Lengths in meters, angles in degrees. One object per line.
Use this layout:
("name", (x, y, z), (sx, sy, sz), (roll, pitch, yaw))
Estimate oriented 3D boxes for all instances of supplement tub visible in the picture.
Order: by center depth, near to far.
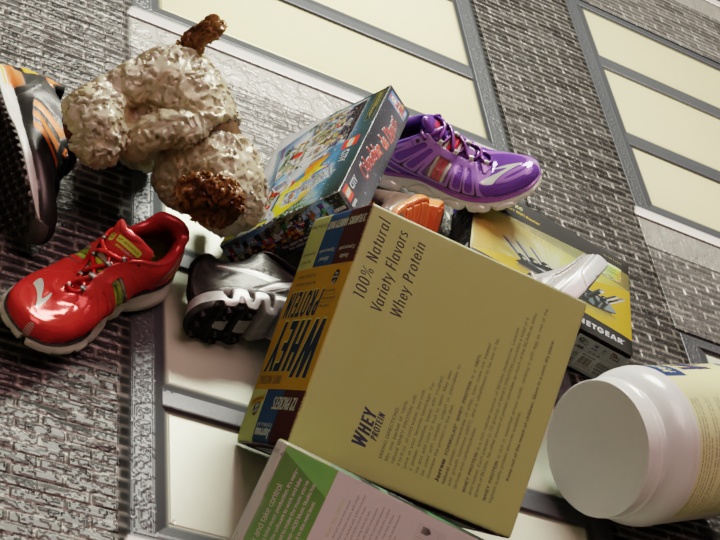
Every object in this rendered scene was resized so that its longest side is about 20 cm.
("supplement tub", (0.284, 0.160, 1.416), (0.199, 0.145, 0.145), (2, 48, -40))

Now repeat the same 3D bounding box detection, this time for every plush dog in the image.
("plush dog", (-0.140, -0.107, 1.317), (0.172, 0.160, 0.200), (56, 7, 1))

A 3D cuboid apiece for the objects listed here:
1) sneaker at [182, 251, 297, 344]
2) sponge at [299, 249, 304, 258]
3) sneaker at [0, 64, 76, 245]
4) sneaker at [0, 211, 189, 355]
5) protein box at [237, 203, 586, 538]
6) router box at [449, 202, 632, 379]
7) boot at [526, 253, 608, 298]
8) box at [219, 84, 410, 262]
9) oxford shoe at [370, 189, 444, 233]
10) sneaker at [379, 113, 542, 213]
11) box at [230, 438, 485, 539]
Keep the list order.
("sneaker", (-0.066, 0.025, 1.335), (0.199, 0.067, 0.091), (11, 45, -29))
("sponge", (0.000, 0.000, 1.387), (0.111, 0.030, 0.200), (26, 12, -18))
("sneaker", (-0.268, -0.102, 1.302), (0.090, 0.070, 0.201), (4, 44, -33))
("sneaker", (-0.210, -0.001, 1.224), (0.077, 0.085, 0.200), (41, 34, 9))
("protein box", (0.039, 0.081, 1.223), (0.199, 0.135, 0.200), (24, 78, -19))
("router box", (0.185, 0.010, 1.582), (0.199, 0.052, 0.158), (28, 36, -13))
("boot", (0.148, 0.018, 1.459), (0.096, 0.074, 0.200), (46, 53, 10))
("box", (-0.039, -0.086, 1.420), (0.038, 0.136, 0.200), (55, 31, -22))
("oxford shoe", (0.027, -0.041, 1.424), (0.072, 0.072, 0.200), (15, 3, 10))
("sneaker", (0.088, -0.117, 1.562), (0.199, 0.084, 0.081), (11, 39, 8))
("box", (-0.002, 0.229, 1.107), (0.199, 0.145, 0.036), (28, -8, -14))
